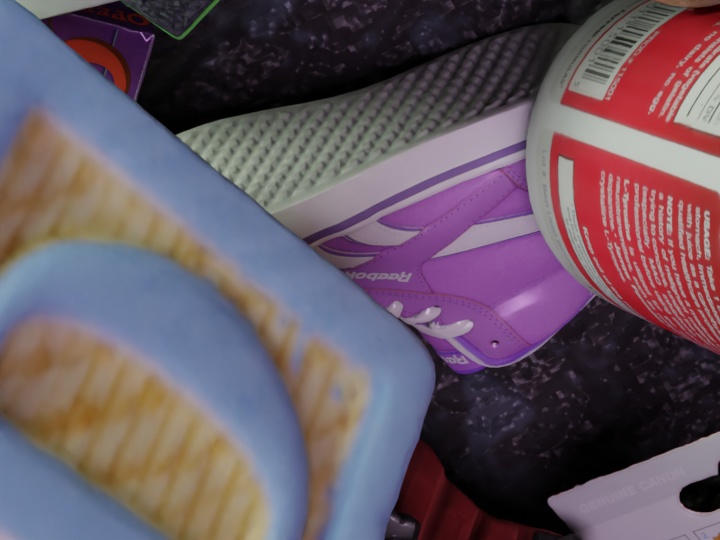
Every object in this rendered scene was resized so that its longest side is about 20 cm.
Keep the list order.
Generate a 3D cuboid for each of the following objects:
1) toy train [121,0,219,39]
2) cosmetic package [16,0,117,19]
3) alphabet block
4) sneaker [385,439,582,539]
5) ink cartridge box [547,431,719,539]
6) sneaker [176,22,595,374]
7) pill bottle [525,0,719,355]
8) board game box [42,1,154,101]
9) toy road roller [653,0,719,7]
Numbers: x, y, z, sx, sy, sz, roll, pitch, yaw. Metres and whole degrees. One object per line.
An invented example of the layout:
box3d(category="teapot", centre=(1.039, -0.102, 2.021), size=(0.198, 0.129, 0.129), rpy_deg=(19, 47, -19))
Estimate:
box3d(category="toy train", centre=(-0.006, -0.138, 0.696), size=(0.042, 0.057, 0.200), rpy_deg=(33, 128, -19))
box3d(category="cosmetic package", centre=(-0.096, -0.184, 0.760), size=(0.101, 0.074, 0.201), rpy_deg=(-15, 120, 1))
box3d(category="alphabet block", centre=(-0.127, 0.073, 0.754), size=(0.195, 0.197, 0.199), rpy_deg=(41, 141, -24))
box3d(category="sneaker", centre=(0.007, 0.107, 0.926), size=(0.200, 0.071, 0.098), rpy_deg=(37, 131, -8))
box3d(category="ink cartridge box", centre=(0.191, 0.112, 0.938), size=(0.162, 0.050, 0.200), rpy_deg=(-25, 117, 36))
box3d(category="sneaker", centre=(0.000, 0.000, 0.862), size=(0.199, 0.073, 0.115), rpy_deg=(-16, 124, -7))
box3d(category="pill bottle", centre=(0.137, -0.022, 0.755), size=(0.112, 0.200, 0.113), rpy_deg=(-5, 103, -21))
box3d(category="board game box", centre=(-0.154, -0.011, 0.873), size=(0.119, 0.032, 0.201), rpy_deg=(11, 116, -17))
box3d(category="toy road roller", centre=(0.051, -0.179, 0.757), size=(0.145, 0.123, 0.201), rpy_deg=(-9, 117, 14))
